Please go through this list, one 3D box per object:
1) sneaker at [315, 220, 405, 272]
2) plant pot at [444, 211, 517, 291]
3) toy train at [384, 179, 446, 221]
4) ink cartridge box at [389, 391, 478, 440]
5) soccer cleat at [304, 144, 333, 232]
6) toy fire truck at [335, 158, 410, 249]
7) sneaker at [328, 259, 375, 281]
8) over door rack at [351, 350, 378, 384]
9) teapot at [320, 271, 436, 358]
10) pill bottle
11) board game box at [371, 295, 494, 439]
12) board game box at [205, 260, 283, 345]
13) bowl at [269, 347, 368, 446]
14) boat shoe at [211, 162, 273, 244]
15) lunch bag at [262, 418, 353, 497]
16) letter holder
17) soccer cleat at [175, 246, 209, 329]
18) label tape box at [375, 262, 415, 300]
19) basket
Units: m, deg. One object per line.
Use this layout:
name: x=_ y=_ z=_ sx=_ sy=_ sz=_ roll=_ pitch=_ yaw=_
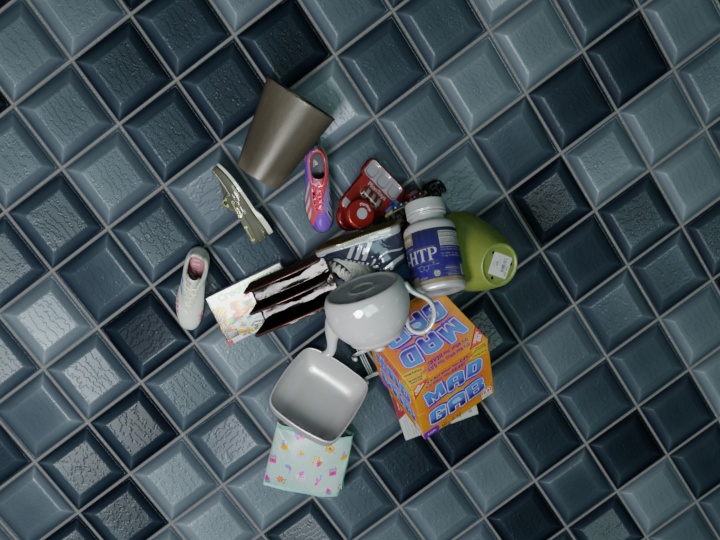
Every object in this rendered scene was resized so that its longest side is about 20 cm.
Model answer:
sneaker: x=0.004 y=-0.030 z=1.603 sx=0.196 sy=0.070 sz=0.111 roll=-16 pitch=108 yaw=9
plant pot: x=0.269 y=-0.031 z=1.656 sx=0.183 sy=0.200 sz=0.192 roll=-4 pitch=101 yaw=-20
toy train: x=0.126 y=-0.164 z=1.674 sx=0.198 sy=0.034 sz=0.046 roll=-32 pitch=88 yaw=-35
ink cartridge box: x=0.176 y=0.306 z=1.778 sx=0.196 sy=0.083 sz=0.149 roll=-20 pitch=117 yaw=-1
soccer cleat: x=-0.098 y=-0.186 z=1.677 sx=0.067 sy=0.073 sz=0.205 roll=-4 pitch=101 yaw=-4
toy fire truck: x=0.048 y=-0.138 z=1.690 sx=0.199 sy=0.112 sz=0.169 roll=42 pitch=79 yaw=-12
sneaker: x=0.000 y=0.000 z=1.676 sx=0.082 sy=0.198 sz=0.075 roll=-56 pitch=138 yaw=-5
over door rack: x=0.067 y=0.174 z=1.766 sx=0.197 sy=0.067 sz=0.150 roll=-26 pitch=103 yaw=0
teapot: x=0.028 y=0.100 z=1.525 sx=0.196 sy=0.198 sz=0.149 roll=-31 pitch=110 yaw=-34
pill bottle: x=0.157 y=-0.050 z=1.583 sx=0.117 sy=0.120 sz=0.205 roll=-9 pitch=78 yaw=-3
board game box: x=0.158 y=0.204 z=1.629 sx=0.197 sy=0.200 sz=0.202 roll=-30 pitch=136 yaw=-13
board game box: x=-0.254 y=0.078 z=1.734 sx=0.197 sy=0.035 sz=0.128 roll=-26 pitch=102 yaw=0
bowl: x=-0.103 y=0.307 z=1.722 sx=0.198 sy=0.075 sz=0.201 roll=31 pitch=54 yaw=10
boat shoe: x=-0.282 y=-0.153 z=1.668 sx=0.060 sy=0.072 sz=0.203 roll=-37 pitch=106 yaw=-2
lunch bag: x=-0.123 y=0.452 z=1.777 sx=0.196 sy=0.122 sz=0.174 roll=14 pitch=99 yaw=-2
letter holder: x=-0.160 y=0.055 z=1.633 sx=0.197 sy=0.142 sz=0.102 roll=-23 pitch=102 yaw=9
soccer cleat: x=-0.395 y=0.045 z=1.688 sx=0.068 sy=0.086 sz=0.205 roll=9 pitch=100 yaw=-7
label tape box: x=0.047 y=0.066 z=1.699 sx=0.199 sy=0.145 sz=0.063 roll=-41 pitch=133 yaw=3
basket: x=-0.180 y=-0.297 z=1.622 sx=0.178 sy=0.136 sz=0.202 roll=32 pitch=101 yaw=3
